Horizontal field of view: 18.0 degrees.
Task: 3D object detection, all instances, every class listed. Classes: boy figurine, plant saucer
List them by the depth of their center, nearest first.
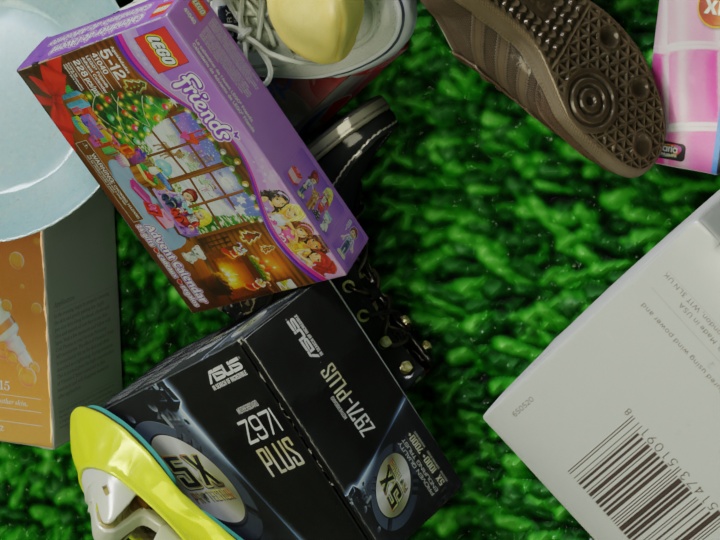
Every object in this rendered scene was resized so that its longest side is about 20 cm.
[{"bbox_3d":[-0.051,-0.202,1.337,0.200,0.124,0.065,51,154,32],"label":"boy figurine"},{"bbox_3d":[-0.238,-0.114,1.476,0.199,0.039,0.203,-1,80,6],"label":"plant saucer"}]

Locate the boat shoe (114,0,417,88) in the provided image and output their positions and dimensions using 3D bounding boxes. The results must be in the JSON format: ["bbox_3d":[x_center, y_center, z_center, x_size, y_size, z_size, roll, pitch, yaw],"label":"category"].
[{"bbox_3d":[-0.069,-0.151,1.383,0.200,0.086,0.075,3,103,27],"label":"boat shoe"}]

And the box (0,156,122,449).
[{"bbox_3d":[-0.243,0.009,1.575,0.123,0.097,0.202,5,104,24],"label":"box"}]

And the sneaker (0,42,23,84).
[{"bbox_3d":[-0.215,-0.132,1.533,0.198,0.085,0.078,4,105,26],"label":"sneaker"}]

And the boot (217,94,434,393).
[{"bbox_3d":[0.000,0.000,1.465,0.154,0.073,0.204,46,126,8],"label":"boot"}]

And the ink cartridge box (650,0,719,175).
[{"bbox_3d":[0.225,-0.155,1.338,0.094,0.037,0.202,12,106,23],"label":"ink cartridge box"}]

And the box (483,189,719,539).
[{"bbox_3d":[0.218,0.078,1.326,0.199,0.131,0.200,47,123,3],"label":"box"}]

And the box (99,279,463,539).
[{"bbox_3d":[-0.057,0.116,1.467,0.199,0.086,0.165,-26,99,50],"label":"box"}]

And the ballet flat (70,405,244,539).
[{"bbox_3d":[-0.131,0.166,1.454,0.200,0.067,0.067,41,145,15],"label":"ballet flat"}]

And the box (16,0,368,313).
[{"bbox_3d":[-0.103,-0.070,1.391,0.136,0.039,0.201,-14,121,40],"label":"box"}]

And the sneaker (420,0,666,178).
[{"bbox_3d":[0.100,-0.135,1.349,0.200,0.071,0.075,48,157,-13],"label":"sneaker"}]

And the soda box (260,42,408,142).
[{"bbox_3d":[-0.063,-0.109,1.475,0.200,0.063,0.070,-40,82,28],"label":"soda box"}]
